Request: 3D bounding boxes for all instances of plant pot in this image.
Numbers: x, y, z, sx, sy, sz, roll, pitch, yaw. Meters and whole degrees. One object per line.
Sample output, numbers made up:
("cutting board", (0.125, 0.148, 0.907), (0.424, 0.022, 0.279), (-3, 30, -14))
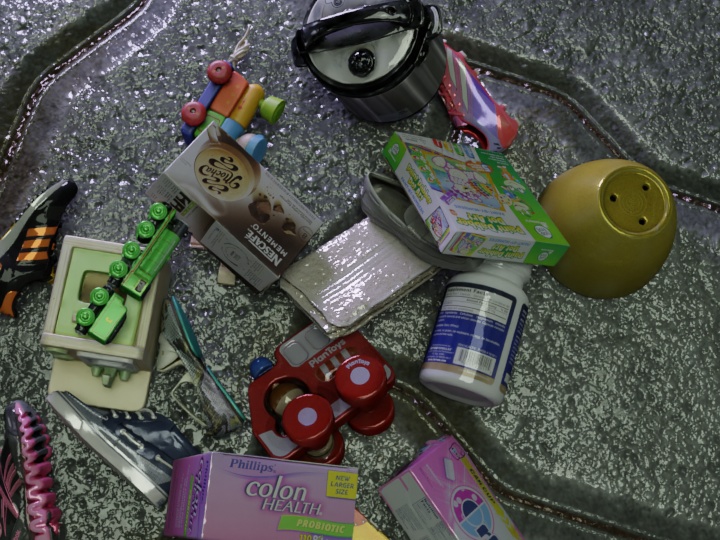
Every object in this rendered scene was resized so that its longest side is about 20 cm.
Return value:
("plant pot", (0.352, -0.074, 1.374), (0.200, 0.142, 0.200), (2, 75, -6))

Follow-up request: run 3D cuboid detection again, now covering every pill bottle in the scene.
("pill bottle", (0.159, 0.071, 1.331), (0.116, 0.116, 0.200), (19, 74, -1))

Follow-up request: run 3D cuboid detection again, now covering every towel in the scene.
("towel", (0.000, 0.000, 1.343), (0.200, 0.034, 0.133), (-35, 58, -21))

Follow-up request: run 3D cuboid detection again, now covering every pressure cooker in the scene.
("pressure cooker", (0.018, -0.304, 1.349), (0.179, 0.200, 0.176), (40, 96, 19))

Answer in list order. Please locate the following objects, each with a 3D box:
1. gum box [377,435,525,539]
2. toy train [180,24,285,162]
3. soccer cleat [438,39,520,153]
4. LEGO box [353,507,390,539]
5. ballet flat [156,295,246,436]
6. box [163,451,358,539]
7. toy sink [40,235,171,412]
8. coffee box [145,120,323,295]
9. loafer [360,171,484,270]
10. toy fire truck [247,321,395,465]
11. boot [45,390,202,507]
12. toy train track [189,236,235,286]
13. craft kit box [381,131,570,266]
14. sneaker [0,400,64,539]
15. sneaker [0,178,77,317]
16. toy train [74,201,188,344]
("gum box", (0.120, 0.315, 1.262), (0.200, 0.066, 0.113), (55, 35, 9))
("toy train", (-0.154, -0.245, 1.390), (0.116, 0.085, 0.200), (26, 75, 9))
("soccer cleat", (0.144, -0.250, 1.441), (0.076, 0.067, 0.200), (-41, 85, -8))
("LEGO box", (-0.021, 0.418, 1.245), (0.149, 0.077, 0.200), (42, 76, 5))
("ballet flat", (-0.225, 0.130, 1.304), (0.072, 0.072, 0.200), (-30, 80, -12))
("box", (-0.122, 0.277, 1.187), (0.176, 0.200, 0.097), (11, 73, -21))
("toy sink", (-0.329, 0.071, 1.285), (0.130, 0.112, 0.200), (10, 75, -3))
("coffee box", (-0.164, -0.080, 1.315), (0.200, 0.080, 0.113), (44, 56, -10))
("loafer", (0.079, -0.066, 1.326), (0.200, 0.070, 0.070), (31, 61, 26))
("toy fire truck", (-0.058, 0.155, 1.305), (0.200, 0.112, 0.168), (-35, 58, -13))
("boot", (-0.301, 0.204, 1.283), (0.200, 0.073, 0.090), (43, 69, -2))
("toy train track", (-0.171, -0.079, 1.380), (0.115, 0.033, 0.200), (7, 74, -4))
("craft kit box", (0.151, -0.094, 1.321), (0.200, 0.049, 0.198), (5, 44, -36))
("sneaker", (-0.435, 0.265, 1.252), (0.095, 0.079, 0.200), (-13, 76, 3))
("sneaker", (-0.429, -0.028, 1.331), (0.090, 0.070, 0.200), (41, 75, -10))
("toy train", (-0.280, 0.003, 1.236), (0.056, 0.042, 0.200), (33, 70, -5))
